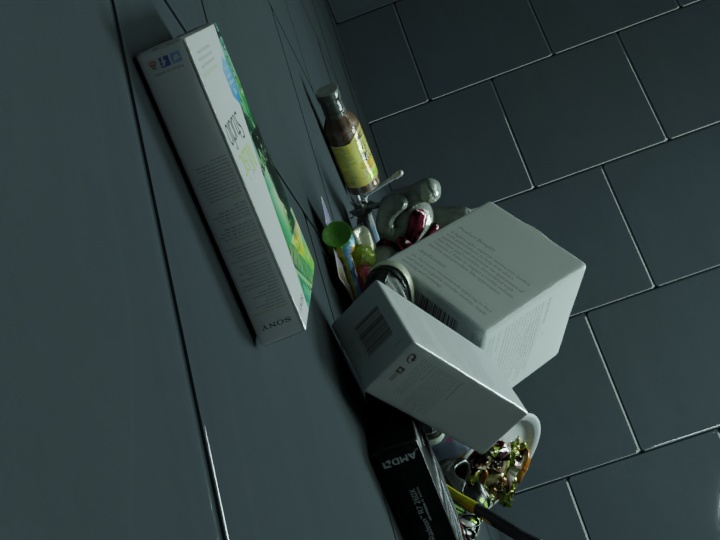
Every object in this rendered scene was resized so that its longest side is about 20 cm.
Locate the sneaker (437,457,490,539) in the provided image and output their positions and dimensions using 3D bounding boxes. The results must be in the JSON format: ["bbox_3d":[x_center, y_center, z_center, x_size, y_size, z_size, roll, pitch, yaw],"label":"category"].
[{"bbox_3d":[0.121,0.299,1.172,0.200,0.082,0.071,-100,168,-58],"label":"sneaker"}]

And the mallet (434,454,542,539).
[{"bbox_3d":[0.130,0.276,1.095,0.200,0.041,0.066,29,-34,41],"label":"mallet"}]

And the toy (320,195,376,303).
[{"bbox_3d":[0.000,0.000,1.187,0.200,0.047,0.116,60,14,-60],"label":"toy"}]

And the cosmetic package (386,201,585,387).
[{"bbox_3d":[0.147,0.048,1.208,0.165,0.200,0.166,39,-40,31],"label":"cosmetic package"}]

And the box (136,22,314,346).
[{"bbox_3d":[-0.084,-0.065,0.655,0.144,0.036,0.201,-92,162,-71],"label":"box"}]

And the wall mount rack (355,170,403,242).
[{"bbox_3d":[0.050,-0.089,1.723,0.174,0.074,0.201,114,-42,-77],"label":"wall mount rack"}]

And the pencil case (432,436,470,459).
[{"bbox_3d":[0.133,0.260,1.428,0.091,0.083,0.200,55,-8,50],"label":"pencil case"}]

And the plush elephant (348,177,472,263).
[{"bbox_3d":[0.063,-0.039,1.482,0.165,0.199,0.156,36,55,-57],"label":"plush elephant"}]

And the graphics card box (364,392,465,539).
[{"bbox_3d":[0.062,0.229,1.001,0.126,0.051,0.201,-98,169,-66],"label":"graphics card box"}]

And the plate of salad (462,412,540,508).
[{"bbox_3d":[0.190,0.287,1.346,0.048,0.200,0.200,41,-14,36],"label":"plate of salad"}]

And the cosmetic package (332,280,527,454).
[{"bbox_3d":[0.072,0.102,0.978,0.200,0.071,0.102,33,18,-39],"label":"cosmetic package"}]

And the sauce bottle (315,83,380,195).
[{"bbox_3d":[-0.024,-0.222,1.628,0.065,0.064,0.200,-102,171,-52],"label":"sauce bottle"}]

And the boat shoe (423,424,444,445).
[{"bbox_3d":[0.081,0.149,1.342,0.200,0.074,0.066,-89,172,-49],"label":"boat shoe"}]

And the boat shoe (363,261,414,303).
[{"bbox_3d":[0.042,0.093,1.114,0.066,0.074,0.200,-48,134,-59],"label":"boat shoe"}]
